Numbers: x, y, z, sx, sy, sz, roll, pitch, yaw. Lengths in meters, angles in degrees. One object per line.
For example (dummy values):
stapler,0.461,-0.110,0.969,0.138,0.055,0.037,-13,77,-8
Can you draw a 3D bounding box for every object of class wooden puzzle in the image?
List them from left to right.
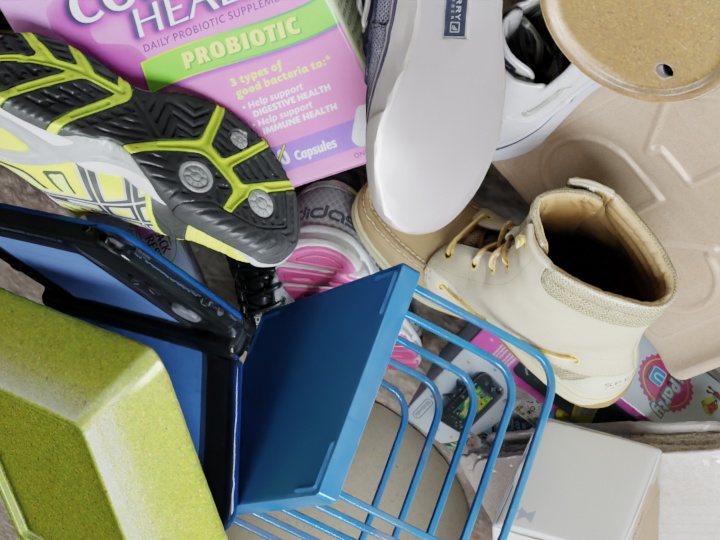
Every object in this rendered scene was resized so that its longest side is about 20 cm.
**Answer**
wooden puzzle,0.188,-0.047,1.048,0.200,0.046,0.185,51,138,-10

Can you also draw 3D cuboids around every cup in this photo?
cup,-0.039,0.203,1.369,0.199,0.143,0.201,20,138,19

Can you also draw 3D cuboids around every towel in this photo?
towel,0.169,0.152,1.165,0.199,0.035,0.133,-4,128,36

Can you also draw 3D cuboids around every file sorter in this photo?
file sorter,0.006,0.098,1.104,0.122,0.139,0.200,27,160,-19

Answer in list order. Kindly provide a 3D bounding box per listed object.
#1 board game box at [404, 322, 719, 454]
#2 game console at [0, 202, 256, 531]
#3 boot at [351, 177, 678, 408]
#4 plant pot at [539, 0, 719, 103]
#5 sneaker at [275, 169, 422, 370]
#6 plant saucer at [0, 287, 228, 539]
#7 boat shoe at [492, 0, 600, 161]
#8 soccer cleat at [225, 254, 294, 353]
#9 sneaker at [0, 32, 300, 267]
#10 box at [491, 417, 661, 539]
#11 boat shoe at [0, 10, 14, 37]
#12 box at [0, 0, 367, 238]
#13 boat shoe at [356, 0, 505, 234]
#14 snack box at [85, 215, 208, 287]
board game box,0.149,0.099,1.200,0.200,0.064,0.148,36,140,-2
game console,-0.165,0.052,1.100,0.200,0.119,0.171,10,160,46
boot,0.084,-0.015,1.055,0.200,0.073,0.156,40,160,12
plant pot,0.158,-0.168,0.828,0.186,0.200,0.187,20,139,18
sneaker,0.000,0.000,1.206,0.073,0.088,0.200,0,153,18
plant saucer,-0.168,0.116,1.104,0.199,0.048,0.201,17,134,43
boat shoe,0.096,-0.115,1.000,0.065,0.072,0.200,5,162,-38
soccer cleat,-0.052,0.032,1.259,0.067,0.081,0.201,1,129,34
sneaker,-0.125,-0.059,1.028,0.199,0.076,0.076,30,140,-6
box,0.133,0.196,1.134,0.077,0.095,0.201,13,137,20
boat shoe,-0.157,-0.175,1.140,0.199,0.065,0.073,-13,118,38
box,-0.087,-0.144,1.055,0.175,0.097,0.200,-17,121,19
boat shoe,0.031,-0.125,0.992,0.093,0.074,0.201,-147,64,-65
snack box,-0.135,0.001,1.247,0.142,0.053,0.201,-121,8,-57
